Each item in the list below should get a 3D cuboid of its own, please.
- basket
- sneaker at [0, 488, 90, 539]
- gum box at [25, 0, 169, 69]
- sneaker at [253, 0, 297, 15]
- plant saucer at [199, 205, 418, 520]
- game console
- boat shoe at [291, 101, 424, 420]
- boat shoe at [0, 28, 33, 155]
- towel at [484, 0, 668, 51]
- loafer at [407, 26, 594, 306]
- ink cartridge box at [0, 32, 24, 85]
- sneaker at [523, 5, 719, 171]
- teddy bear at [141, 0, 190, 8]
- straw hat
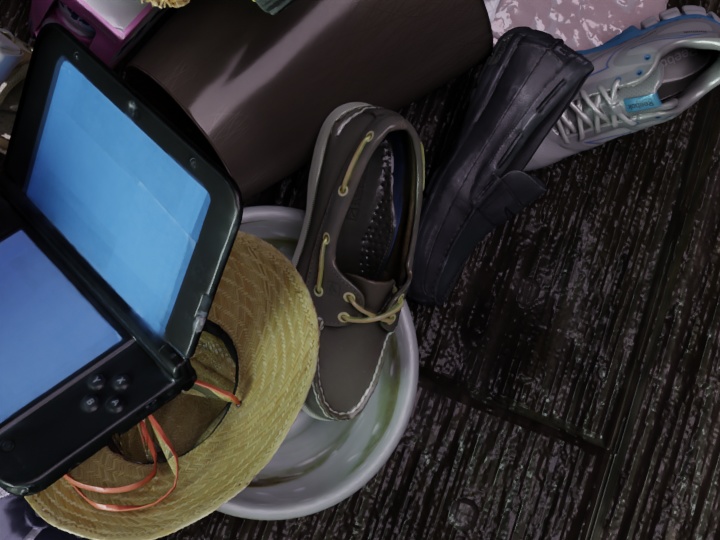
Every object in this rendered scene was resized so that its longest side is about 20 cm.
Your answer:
[{"bbox_3d":[-0.041,-0.149,0.892,0.200,0.136,0.181,-40,111,-14],"label":"basket"},{"bbox_3d":[-0.196,0.117,0.839,0.108,0.070,0.201,14,86,-11],"label":"sneaker"},{"bbox_3d":[-0.127,-0.214,0.879,0.066,0.113,0.200,41,73,-9],"label":"gum box"},{"bbox_3d":[-0.030,-0.221,0.767,0.090,0.078,0.201,43,46,-20],"label":"sneaker"},{"bbox_3d":[-0.062,0.060,0.900,0.199,0.050,0.202,2,83,-18],"label":"plant saucer"},{"bbox_3d":[-0.179,-0.012,0.758,0.176,0.117,0.200,-35,55,-21],"label":"game console"},{"bbox_3d":[-0.003,0.000,0.848,0.072,0.060,0.203,3,99,-28],"label":"boat shoe"},{"bbox_3d":[-0.204,-0.098,0.867,0.201,0.063,0.073,43,73,-9],"label":"boat shoe"},{"bbox_3d":[0.150,-0.241,1.016,0.190,0.032,0.201,23,78,-14],"label":"towel"},{"bbox_3d":[0.090,-0.063,0.926,0.070,0.068,0.201,27,100,15],"label":"loafer"},{"bbox_3d":[-0.312,-0.093,0.790,0.145,0.088,0.200,37,95,-10],"label":"ink cartridge box"},{"bbox_3d":[0.173,-0.123,0.955,0.199,0.087,0.075,-27,110,3],"label":"sneaker"},{"bbox_3d":[-0.116,-0.217,0.787,0.199,0.067,0.146,21,75,-15],"label":"teddy bear"},{"bbox_3d":[-0.107,0.079,0.808,0.200,0.085,0.202,-8,56,12],"label":"straw hat"}]
